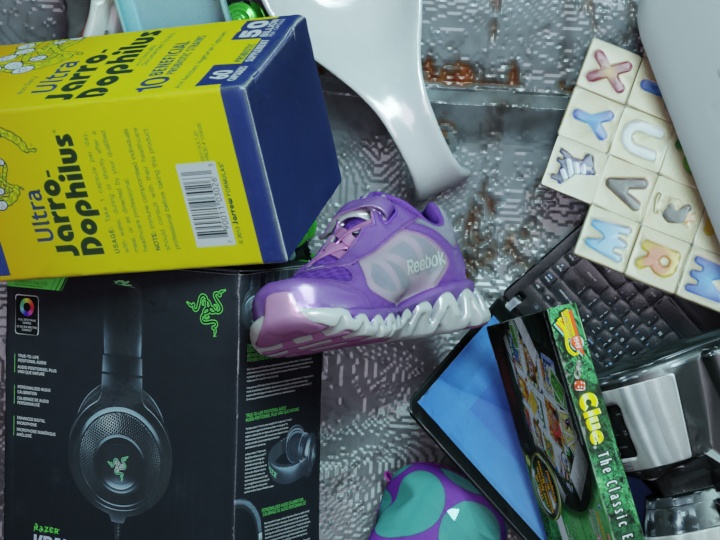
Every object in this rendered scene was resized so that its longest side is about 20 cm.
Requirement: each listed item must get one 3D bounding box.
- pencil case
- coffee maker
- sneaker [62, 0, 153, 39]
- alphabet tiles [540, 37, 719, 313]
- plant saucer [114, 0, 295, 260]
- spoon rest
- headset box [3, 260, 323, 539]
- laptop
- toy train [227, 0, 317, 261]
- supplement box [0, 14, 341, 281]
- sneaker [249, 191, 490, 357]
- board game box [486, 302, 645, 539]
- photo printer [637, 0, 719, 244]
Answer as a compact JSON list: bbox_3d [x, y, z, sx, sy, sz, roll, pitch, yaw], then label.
[{"bbox_3d":[0.009,0.212,1.377,0.092,0.085,0.200,12,53,35],"label":"pencil case"},{"bbox_3d":[0.235,0.131,1.350,0.192,0.134,0.201,-13,89,-41],"label":"coffee maker"},{"bbox_3d":[-0.147,-0.167,1.398,0.077,0.082,0.201,-7,117,-18],"label":"sneaker"},{"bbox_3d":[0.217,-0.061,1.410,0.199,0.006,0.167,22,77,-2],"label":"alphabet tiles"},{"bbox_3d":[-0.091,-0.095,1.365,0.070,0.019,0.201,-5,113,22],"label":"plant saucer"},{"bbox_3d":[0.009,-0.137,1.400,0.099,0.061,0.201,-27,96,2],"label":"spoon rest"},{"bbox_3d":[-0.116,0.077,1.366,0.173,0.093,0.201,6,96,31],"label":"headset box"},{"bbox_3d":[0.161,0.070,1.396,0.200,0.103,0.177,-41,95,12],"label":"laptop"},{"bbox_3d":[-0.067,-0.072,1.417,0.056,0.042,0.201,-13,95,12],"label":"toy train"},{"bbox_3d":[-0.128,-0.069,1.316,0.199,0.109,0.110,-4,116,20],"label":"supplement box"},{"bbox_3d":[0.000,0.000,1.319,0.080,0.200,0.089,-8,89,32],"label":"sneaker"},{"bbox_3d":[0.124,0.121,1.324,0.023,0.105,0.201,-15,88,-20],"label":"board game box"},{"bbox_3d":[0.245,-0.116,1.339,0.069,0.166,0.201,-15,81,-32],"label":"photo printer"}]
